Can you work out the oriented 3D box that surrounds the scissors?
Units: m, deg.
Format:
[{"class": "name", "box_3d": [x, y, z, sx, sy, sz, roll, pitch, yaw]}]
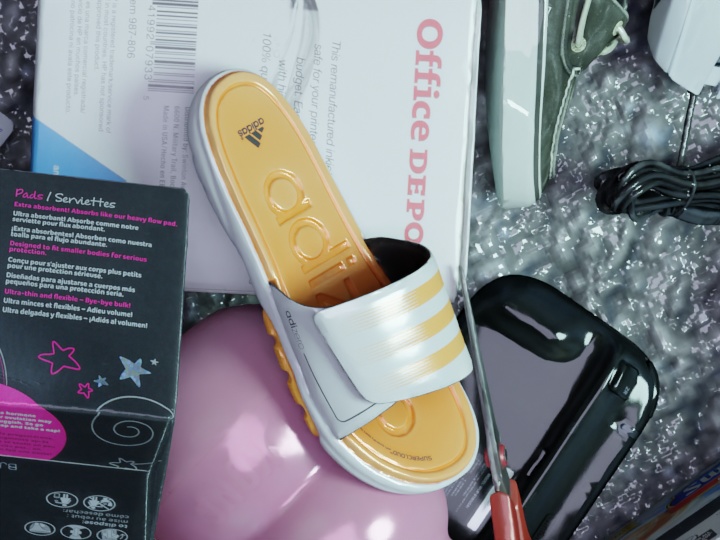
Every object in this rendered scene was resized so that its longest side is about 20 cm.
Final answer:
[{"class": "scissors", "box_3d": [0.064, 0.096, 1.316, 0.014, 0.073, 0.201, -9, 91, 15]}]

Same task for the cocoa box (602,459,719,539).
[{"class": "cocoa box", "box_3d": [0.204, 0.155, 1.333, 0.199, 0.131, 0.134, -34, 97, -2]}]

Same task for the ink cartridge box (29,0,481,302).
[{"class": "ink cartridge box", "box_3d": [-0.051, -0.064, 1.313, 0.199, 0.084, 0.146, 3, 95, -6]}]

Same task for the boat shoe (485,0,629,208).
[{"class": "boat shoe", "box_3d": [0.093, -0.121, 1.310, 0.063, 0.071, 0.201, 2, 114, -5]}]

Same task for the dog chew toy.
[{"class": "dog chew toy", "box_3d": [-0.018, 0.112, 1.298, 0.124, 0.125, 0.200, -43, 82, -1]}]

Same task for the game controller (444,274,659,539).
[{"class": "game controller", "box_3d": [0.054, 0.103, 1.367, 0.104, 0.042, 0.201, 34, 91, 7]}]

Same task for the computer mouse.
[{"class": "computer mouse", "box_3d": [0.169, -0.119, 1.335, 0.109, 0.044, 0.201, 5, 94, -32]}]

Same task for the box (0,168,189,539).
[{"class": "box", "box_3d": [-0.176, 0.034, 1.185, 0.199, 0.132, 0.115, 7, 57, -6]}]

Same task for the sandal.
[{"class": "sandal", "box_3d": [-0.006, 0.003, 1.237, 0.079, 0.059, 0.207, -35, 99, -37]}]

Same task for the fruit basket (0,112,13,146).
[{"class": "fruit basket", "box_3d": [-0.289, -0.044, 1.304, 0.185, 0.094, 0.200, 37, 75, -8]}]
